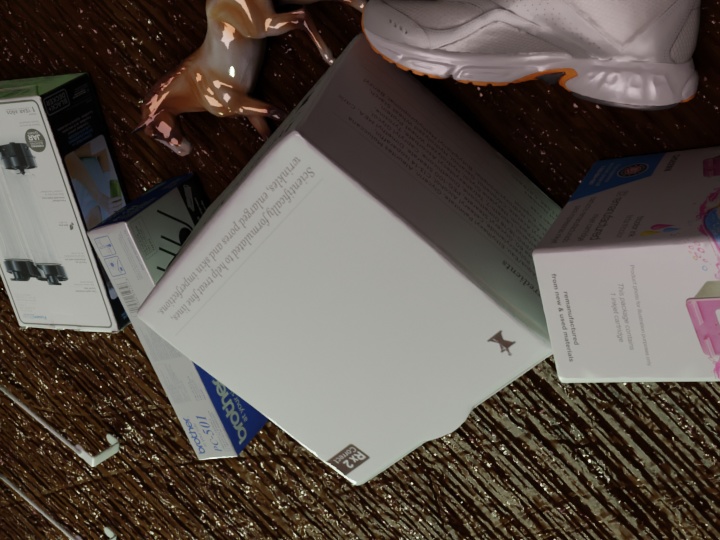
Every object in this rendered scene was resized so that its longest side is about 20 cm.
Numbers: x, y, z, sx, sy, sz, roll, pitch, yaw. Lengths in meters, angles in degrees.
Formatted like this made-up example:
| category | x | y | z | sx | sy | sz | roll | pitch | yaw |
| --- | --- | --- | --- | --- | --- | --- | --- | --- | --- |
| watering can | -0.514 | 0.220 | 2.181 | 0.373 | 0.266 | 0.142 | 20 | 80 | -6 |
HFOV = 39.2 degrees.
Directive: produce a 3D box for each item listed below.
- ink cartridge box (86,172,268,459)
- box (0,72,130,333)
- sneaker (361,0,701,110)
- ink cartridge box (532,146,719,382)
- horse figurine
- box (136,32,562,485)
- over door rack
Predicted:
| category | x | y | z | sx | sy | sz | roll | pitch | yaw |
| --- | --- | --- | --- | --- | --- | --- | --- | --- | --- |
| ink cartridge box | -0.128 | 0.036 | 0.787 | 0.044 | 0.094 | 0.202 | -11 | 111 | 32 |
| box | -0.252 | -0.052 | 0.826 | 0.115 | 0.060 | 0.202 | 0 | 116 | 28 |
| sneaker | 0.098 | -0.154 | 0.579 | 0.197 | 0.076 | 0.093 | 10 | 114 | 14 |
| ink cartridge box | 0.212 | -0.010 | 0.543 | 0.198 | 0.145 | 0.086 | -3 | 114 | 30 |
| horse figurine | -0.068 | -0.146 | 0.681 | 0.131 | 0.050 | 0.201 | 30 | 129 | 3 |
| box | 0.000 | 0.000 | 0.653 | 0.199 | 0.131 | 0.199 | 39 | 129 | -12 |
| over door rack | -0.339 | 0.197 | 1.010 | 0.198 | 0.067 | 0.149 | 23 | 126 | 15 |
